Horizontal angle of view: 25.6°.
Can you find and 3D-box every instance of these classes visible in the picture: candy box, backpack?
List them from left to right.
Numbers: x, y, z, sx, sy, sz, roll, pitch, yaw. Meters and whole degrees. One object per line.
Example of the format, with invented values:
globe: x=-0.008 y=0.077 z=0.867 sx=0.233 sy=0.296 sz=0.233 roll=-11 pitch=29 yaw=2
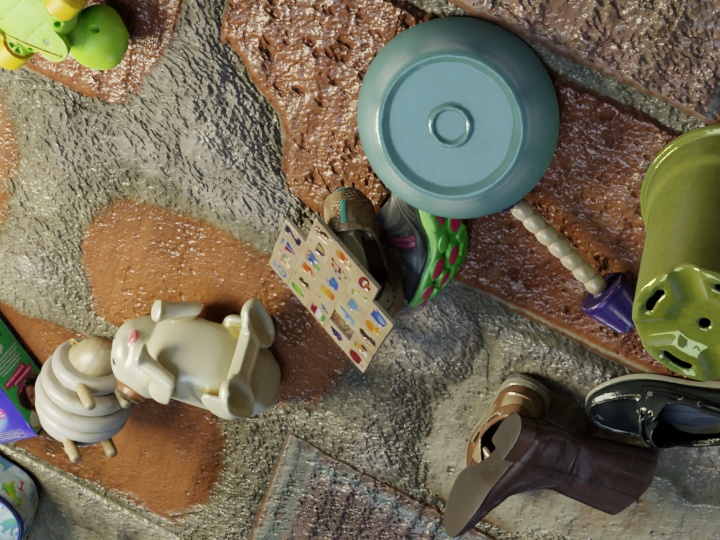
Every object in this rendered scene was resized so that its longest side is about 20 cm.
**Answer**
backpack: x=-0.561 y=0.356 z=2.253 sx=0.183 sy=0.147 sz=0.200 roll=30 pitch=124 yaw=-7
candy box: x=-0.519 y=0.135 z=2.098 sx=0.169 sy=0.077 sz=0.200 roll=-13 pitch=121 yaw=36

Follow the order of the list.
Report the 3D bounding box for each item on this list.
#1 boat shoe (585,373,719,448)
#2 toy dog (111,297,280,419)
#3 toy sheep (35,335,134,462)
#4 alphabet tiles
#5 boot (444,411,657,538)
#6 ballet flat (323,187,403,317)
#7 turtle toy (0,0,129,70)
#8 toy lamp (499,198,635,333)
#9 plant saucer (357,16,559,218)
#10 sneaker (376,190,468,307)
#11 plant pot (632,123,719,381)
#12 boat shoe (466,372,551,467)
boat shoe: x=0.329 y=0.159 z=1.689 sx=0.199 sy=0.066 sz=0.075 roll=3 pitch=129 yaw=25
toy dog: x=-0.204 y=0.102 z=1.888 sx=0.200 sy=0.140 sz=0.194 roll=6 pitch=166 yaw=20
toy sheep: x=-0.347 y=0.162 z=1.994 sx=0.138 sy=0.138 sz=0.200 roll=27 pitch=122 yaw=4
alphabet tiles: x=-0.031 y=0.017 z=1.709 sx=0.167 sy=0.008 sz=0.200 roll=49 pitch=158 yaw=9
boot: x=0.215 y=0.249 z=1.768 sx=0.200 sy=0.064 sz=0.186 roll=17 pitch=124 yaw=-26
ballet flat: x=0.000 y=0.000 z=1.702 sx=0.070 sy=0.065 sz=0.200 roll=-10 pitch=134 yaw=13
turtle toy: x=-0.325 y=-0.279 z=1.627 sx=0.200 sy=0.101 sz=0.146 roll=46 pitch=133 yaw=-15
toy lamp: x=0.211 y=-0.015 z=1.611 sx=0.200 sy=0.058 sz=0.058 roll=46 pitch=133 yaw=-11
plant saucer: x=0.090 y=-0.142 z=1.525 sx=0.200 sy=0.036 sz=0.200 roll=4 pitch=109 yaw=13
sneaker: x=0.062 y=-0.047 z=1.660 sx=0.084 sy=0.077 sz=0.200 roll=31 pitch=140 yaw=32
plant pot: x=0.336 y=-0.003 z=1.464 sx=0.200 sy=0.184 sz=0.200 roll=14 pitch=132 yaw=16
boat shoe: x=0.157 y=0.203 z=1.810 sx=0.076 sy=0.072 sz=0.200 roll=22 pitch=134 yaw=9
